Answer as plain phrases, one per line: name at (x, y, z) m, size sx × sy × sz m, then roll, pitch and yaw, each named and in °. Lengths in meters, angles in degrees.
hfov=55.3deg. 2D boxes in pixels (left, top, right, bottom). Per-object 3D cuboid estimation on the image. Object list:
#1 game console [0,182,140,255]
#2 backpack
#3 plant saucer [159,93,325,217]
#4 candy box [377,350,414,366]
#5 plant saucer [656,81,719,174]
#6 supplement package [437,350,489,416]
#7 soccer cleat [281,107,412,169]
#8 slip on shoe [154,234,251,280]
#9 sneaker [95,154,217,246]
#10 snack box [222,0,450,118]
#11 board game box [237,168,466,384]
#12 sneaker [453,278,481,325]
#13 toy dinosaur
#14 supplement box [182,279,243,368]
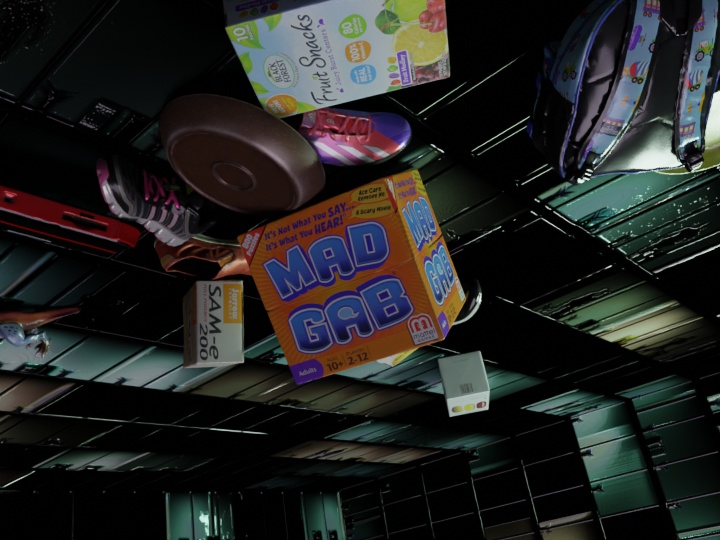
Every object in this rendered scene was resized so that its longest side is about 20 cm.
game console at (-0.387, -0.060, 0.840) m, size 0.200 × 0.031 × 0.177 m, roll 19°, pitch 168°, yaw -33°
backpack at (0.281, -0.209, 0.727) m, size 0.182 × 0.135 × 0.200 m, roll -8°, pitch 128°, yaw -10°
plant saucer at (-0.140, -0.119, 0.786) m, size 0.200 × 0.035 × 0.200 m, roll 15°, pitch 152°, yaw 8°
candy box at (0.008, 0.111, 1.316) m, size 0.200 × 0.061 × 0.136 m, roll 18°, pitch 146°, yaw -18°
plant saucer at (0.484, -0.201, 0.943) m, size 0.200 × 0.031 × 0.200 m, roll -8°, pitch 153°, yaw -4°
supplement package at (0.271, 0.299, 1.797) m, size 0.114 × 0.110 × 0.200 m, roll -12°, pitch 154°, yaw 5°
soccer cleat at (-0.037, -0.160, 0.794) m, size 0.200 × 0.068 × 0.073 m, roll -4°, pitch 158°, yaw -4°
slip on shoe at (-0.215, -0.012, 1.040) m, size 0.200 × 0.061 × 0.074 m, roll 12°, pitch 145°, yaw -41°
sneaker at (-0.244, -0.093, 0.853) m, size 0.087 × 0.074 × 0.200 m, roll -19°, pitch 156°, yaw 11°
snack box at (-0.017, -0.229, 0.675) m, size 0.200 × 0.053 × 0.142 m, roll -12°, pitch 153°, yaw 5°
board game box at (0.000, 0.000, 0.898) m, size 0.200 × 0.200 × 0.200 m, roll -19°, pitch -175°, yaw 19°
sneaker at (0.147, 0.074, 1.335) m, size 0.090 × 0.070 × 0.200 m, roll 5°, pitch 152°, yaw -35°
toy dinosaur at (-0.597, 0.077, 1.110) m, size 0.200 × 0.105 × 0.181 m, roll -49°, pitch 135°, yaw -4°
supplement box at (-0.241, 0.091, 1.105) m, size 0.073 × 0.126 × 0.200 m, roll 1°, pitch 170°, yaw -20°
